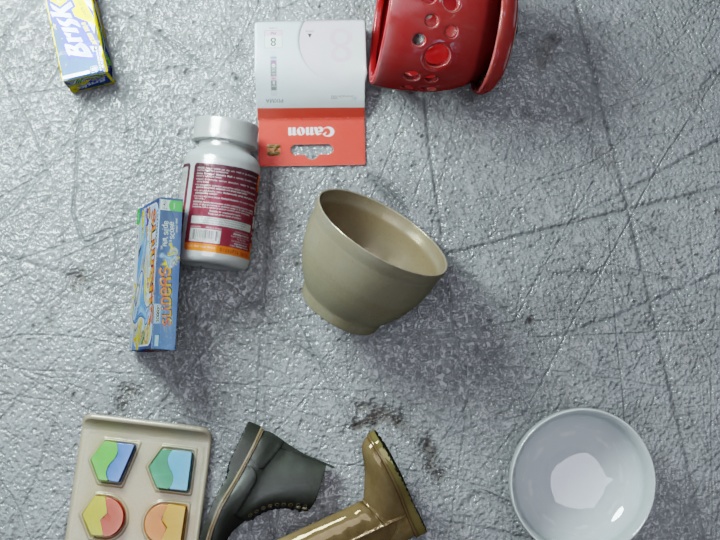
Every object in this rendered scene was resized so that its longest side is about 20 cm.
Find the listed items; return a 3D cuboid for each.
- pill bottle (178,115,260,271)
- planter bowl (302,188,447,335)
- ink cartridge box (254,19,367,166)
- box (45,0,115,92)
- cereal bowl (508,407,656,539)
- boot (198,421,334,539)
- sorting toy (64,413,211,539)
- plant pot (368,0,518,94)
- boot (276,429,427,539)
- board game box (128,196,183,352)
[{"bbox_3d":[-0.197,-0.106,1.667,0.108,0.110,0.203,7,84,0],"label":"pill bottle"},{"bbox_3d":[0.000,0.000,1.631,0.199,0.200,0.135,32,112,3],"label":"planter bowl"},{"bbox_3d":[-0.070,-0.255,1.716,0.160,0.057,0.203,-1,79,-1],"label":"ink cartridge box"},{"bbox_3d":[-0.407,-0.363,1.715,0.069,0.064,0.202,-13,84,-2],"label":"box"},{"bbox_3d":[0.298,0.288,1.643,0.197,0.083,0.203,0,84,0],"label":"cereal bowl"},{"bbox_3d":[-0.133,0.327,1.643,0.137,0.077,0.202,24,85,-3],"label":"boot"},{"bbox_3d":[-0.307,0.308,1.659,0.183,0.036,0.203,6,84,0],"label":"sorting toy"},{"bbox_3d":[0.113,-0.343,1.657,0.180,0.200,0.203,7,84,-8],"label":"plant pot"},{"bbox_3d":[-0.027,0.334,1.627,0.198,0.066,0.177,-26,103,-3],"label":"boot"},{"bbox_3d":[-0.280,0.009,1.641,0.034,0.135,0.203,5,83,-23],"label":"board game box"}]
